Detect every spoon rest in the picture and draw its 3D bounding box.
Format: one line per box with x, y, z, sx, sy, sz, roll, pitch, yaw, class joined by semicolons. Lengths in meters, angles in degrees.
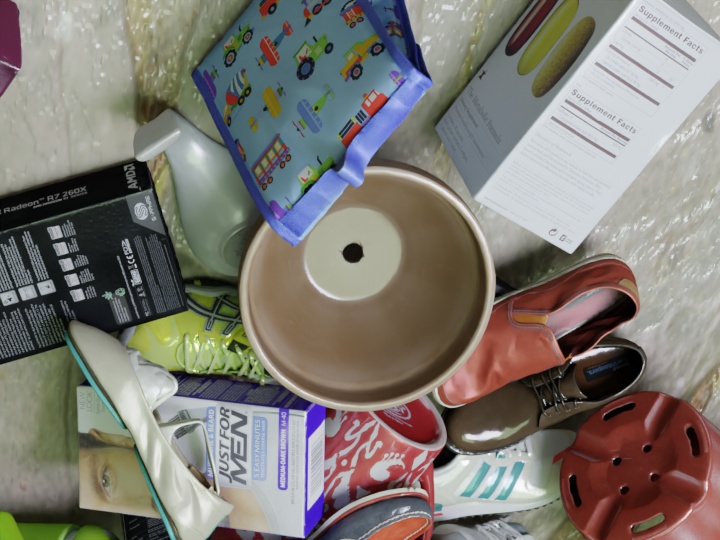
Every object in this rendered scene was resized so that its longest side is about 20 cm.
-0.113;-0.062;1.203;0.099;0.061;0.200;-30;141;8;spoon rest

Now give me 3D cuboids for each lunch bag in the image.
-0.028;-0.123;1.083;0.094;0.201;0.151;32;112;-32;lunch bag

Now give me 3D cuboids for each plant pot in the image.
0.288;0.219;1.406;0.200;0.202;0.195;-36;133;11;plant pot
0.000;0.000;1.206;0.199;0.093;0.203;-3;113;-8;plant pot

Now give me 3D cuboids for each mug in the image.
-0.012;0.186;1.358;0.177;0.134;0.200;14;123;-46;mug

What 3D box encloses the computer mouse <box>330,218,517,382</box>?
0.079;0.021;1.315;0.199;0.053;0.139;37;100;-26;computer mouse

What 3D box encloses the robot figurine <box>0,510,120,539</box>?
-0.282;0.278;1.332;0.198;0.117;0.176;-1;149;11;robot figurine

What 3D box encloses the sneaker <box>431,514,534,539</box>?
0.120;0.263;1.466;0.080;0.071;0.200;-42;156;0;sneaker

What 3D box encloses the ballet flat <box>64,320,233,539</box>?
-0.160;0.118;1.206;0.069;0.069;0.201;-26;96;4;ballet flat

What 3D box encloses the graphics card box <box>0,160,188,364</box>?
-0.244;-0.001;1.204;0.198;0.051;0.126;-16;127;-3;graphics card box

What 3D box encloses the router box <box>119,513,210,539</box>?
-0.148;0.278;1.368;0.062;0.150;0.201;-22;129;1;router box

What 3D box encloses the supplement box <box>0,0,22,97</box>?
-0.339;-0.117;1.060;0.130;0.104;0.200;28;113;-29;supplement box

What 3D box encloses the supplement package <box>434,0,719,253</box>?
0.169;-0.137;1.185;0.109;0.114;0.200;26;113;-31;supplement package

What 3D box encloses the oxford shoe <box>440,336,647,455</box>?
0.161;0.105;1.363;0.198;0.084;0.073;-25;85;-6;oxford shoe

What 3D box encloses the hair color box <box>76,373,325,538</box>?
-0.131;0.147;1.265;0.198;0.065;0.111;5;104;15;hair color box

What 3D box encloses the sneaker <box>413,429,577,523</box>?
0.116;0.172;1.417;0.198;0.071;0.094;-11;132;-4;sneaker

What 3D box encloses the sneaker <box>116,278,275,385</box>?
-0.102;0.055;1.267;0.198;0.077;0.076;-8;127;-11;sneaker

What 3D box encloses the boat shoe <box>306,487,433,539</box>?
-0.023;0.248;1.266;0.199;0.063;0.071;-29;138;-1;boat shoe

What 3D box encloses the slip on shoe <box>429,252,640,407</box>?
0.145;0.055;1.284;0.199;0.061;0.074;-29;120;1;slip on shoe
